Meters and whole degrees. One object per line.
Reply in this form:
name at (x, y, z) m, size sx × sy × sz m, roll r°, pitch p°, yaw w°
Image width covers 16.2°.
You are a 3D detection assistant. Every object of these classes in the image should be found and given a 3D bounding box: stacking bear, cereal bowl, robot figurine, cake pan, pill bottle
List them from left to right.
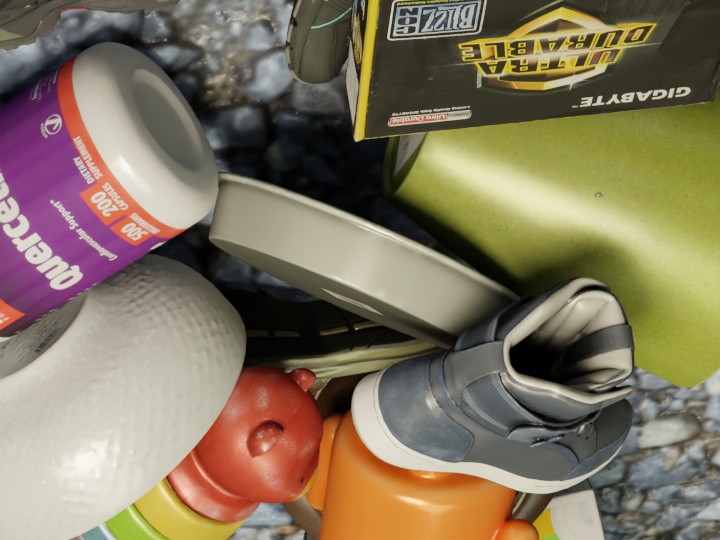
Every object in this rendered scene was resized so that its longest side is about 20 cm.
pill bottle at (-0.185, -0.033, 1.401) m, size 0.200 × 0.113 × 0.112 m, roll -31°, pitch 135°, yaw 19°
cereal bowl at (-0.169, 0.060, 1.457) m, size 0.200 × 0.200 × 0.083 m, roll -28°, pitch 118°, yaw 17°
stacking bear at (-0.101, 0.120, 1.490) m, size 0.200 × 0.121 × 0.114 m, roll -30°, pitch 102°, yaw 36°
cake pan at (0.000, 0.000, 1.439) m, size 0.200 × 0.200 × 0.037 m, roll 26°, pitch 84°, yaw -35°
robot figurine at (0.035, 0.153, 1.533) m, size 0.144 × 0.117 × 0.200 m, roll 9°, pitch 124°, yaw 1°

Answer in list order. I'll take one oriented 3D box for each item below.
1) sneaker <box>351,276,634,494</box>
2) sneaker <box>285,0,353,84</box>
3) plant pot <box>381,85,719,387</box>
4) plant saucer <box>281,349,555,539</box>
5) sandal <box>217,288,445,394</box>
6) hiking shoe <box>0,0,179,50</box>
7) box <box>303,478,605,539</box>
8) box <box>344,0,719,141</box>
sneaker at (0.116, 0.064, 1.381) m, size 0.202 × 0.077 × 0.146 m, roll 4°, pitch 154°, yaw -45°
sneaker at (0.015, -0.169, 1.319) m, size 0.079 × 0.075 × 0.200 m, roll 19°, pitch 132°, yaw -5°
plant pot at (0.120, -0.052, 1.426) m, size 0.200 × 0.187 × 0.187 m, roll 17°, pitch 131°, yaw -13°
plant saucer at (0.036, 0.108, 1.605) m, size 0.200 × 0.032 × 0.201 m, roll 0°, pitch 110°, yaw -1°
sandal at (-0.046, 0.054, 1.539) m, size 0.201 × 0.080 × 0.057 m, roll -1°, pitch 127°, yaw -1°
hiking shoe at (-0.140, -0.179, 1.280) m, size 0.200 × 0.076 × 0.101 m, roll -21°, pitch 141°, yaw 10°
box at (0.068, 0.212, 1.707) m, size 0.200 × 0.101 × 0.113 m, roll -14°, pitch 95°, yaw 1°
box at (0.096, -0.139, 1.295) m, size 0.200 × 0.049 × 0.160 m, roll -6°, pitch 147°, yaw -9°
